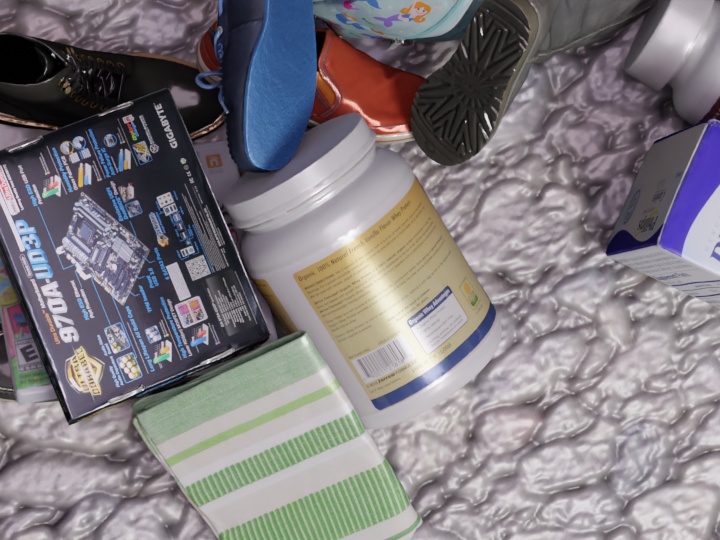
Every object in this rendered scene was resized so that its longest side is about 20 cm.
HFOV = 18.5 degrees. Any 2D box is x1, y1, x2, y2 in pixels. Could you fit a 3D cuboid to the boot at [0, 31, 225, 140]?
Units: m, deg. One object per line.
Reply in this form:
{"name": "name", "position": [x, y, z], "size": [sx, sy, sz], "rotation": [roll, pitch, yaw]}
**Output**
{"name": "boot", "position": [-0.194, -0.136, 1.641], "size": [0.198, 0.138, 0.078], "rotation": [0, 84, -8]}

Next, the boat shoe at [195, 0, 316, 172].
{"name": "boat shoe", "position": [-0.073, -0.167, 1.615], "size": [0.084, 0.068, 0.202], "rotation": [22, 69, -46]}

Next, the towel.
{"name": "towel", "position": [-0.059, 0.147, 1.631], "size": [0.152, 0.023, 0.201], "rotation": [-24, 119, 15]}

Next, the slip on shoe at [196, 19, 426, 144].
{"name": "slip on shoe", "position": [-0.025, -0.150, 1.686], "size": [0.198, 0.061, 0.075], "rotation": [18, 53, -11]}

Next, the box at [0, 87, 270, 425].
{"name": "box", "position": [-0.174, -0.011, 1.594], "size": [0.158, 0.046, 0.201], "rotation": [-23, 87, -15]}

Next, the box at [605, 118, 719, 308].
{"name": "box", "position": [0.308, -0.021, 1.665], "size": [0.199, 0.184, 0.106], "rotation": [24, 86, -4]}

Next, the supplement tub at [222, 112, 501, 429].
{"name": "supplement tub", "position": [0.000, 0.000, 1.633], "size": [0.144, 0.144, 0.201], "rotation": [-34, 105, -7]}

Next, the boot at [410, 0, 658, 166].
{"name": "boot", "position": [0.140, -0.176, 1.684], "size": [0.073, 0.182, 0.200], "rotation": [45, 43, 7]}

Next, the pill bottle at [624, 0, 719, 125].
{"name": "pill bottle", "position": [0.311, -0.144, 1.710], "size": [0.199, 0.110, 0.110], "rotation": [29, 84, -4]}

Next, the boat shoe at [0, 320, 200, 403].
{"name": "boat shoe", "position": [-0.203, 0.062, 1.665], "size": [0.199, 0.066, 0.073], "rotation": [-2, 86, -6]}

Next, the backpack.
{"name": "backpack", "position": [0.035, -0.256, 1.645], "size": [0.150, 0.200, 0.179], "rotation": [22, 83, -24]}

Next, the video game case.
{"name": "video game case", "position": [-0.174, -0.002, 1.653], "size": [0.198, 0.022, 0.184], "rotation": [-9, 66, -13]}
